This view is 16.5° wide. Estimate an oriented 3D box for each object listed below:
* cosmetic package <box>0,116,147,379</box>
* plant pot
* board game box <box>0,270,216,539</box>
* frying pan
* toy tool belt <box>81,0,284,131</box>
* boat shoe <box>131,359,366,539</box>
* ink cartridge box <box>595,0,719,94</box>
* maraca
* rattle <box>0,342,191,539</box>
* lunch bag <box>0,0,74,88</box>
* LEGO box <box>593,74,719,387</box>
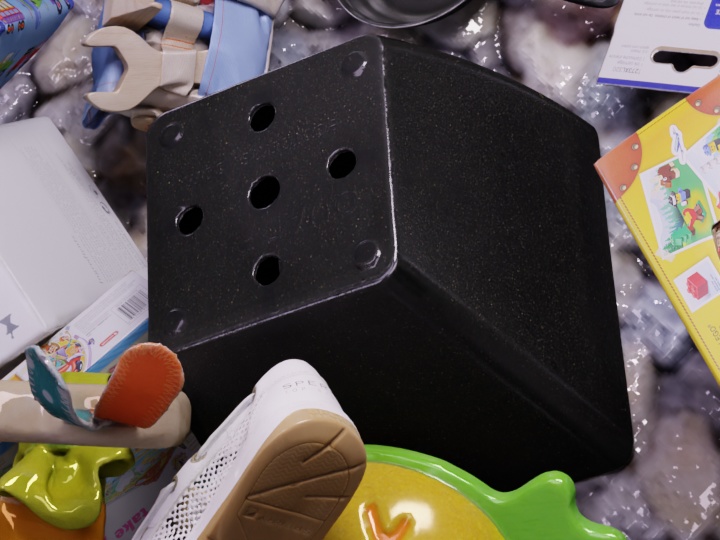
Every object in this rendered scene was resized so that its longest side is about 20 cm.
[{"bbox_3d":[-0.242,0.025,1.328,0.199,0.200,0.123,-35,90,13],"label":"cosmetic package"},{"bbox_3d":[0.000,0.000,1.215,0.199,0.177,0.200,-18,57,24],"label":"plant pot"},{"bbox_3d":[-0.157,0.112,1.247,0.200,0.135,0.034,-41,48,-18],"label":"board game box"},{"bbox_3d":[0.068,-0.183,1.363,0.189,0.031,0.115,-1,65,30],"label":"frying pan"},{"bbox_3d":[-0.116,-0.124,1.386,0.125,0.122,0.201,136,146,-58],"label":"toy tool belt"},{"bbox_3d":[-0.068,0.125,1.125,0.200,0.071,0.069,-52,32,21],"label":"boat shoe"},{"bbox_3d":[0.196,-0.173,1.270,0.094,0.037,0.201,9,69,36],"label":"ink cartridge box"},{"bbox_3d":[0.031,0.147,1.158,0.199,0.138,0.107,-1,20,23],"label":"maraca"},{"bbox_3d":[-0.131,0.103,1.093,0.200,0.130,0.143,1,71,62],"label":"rattle"},{"bbox_3d":[-0.258,-0.084,1.331,0.094,0.151,0.200,36,103,0],"label":"lunch bag"},{"bbox_3d":[0.201,0.034,1.079,0.077,0.149,0.200,-35,51,12],"label":"LEGO box"}]
